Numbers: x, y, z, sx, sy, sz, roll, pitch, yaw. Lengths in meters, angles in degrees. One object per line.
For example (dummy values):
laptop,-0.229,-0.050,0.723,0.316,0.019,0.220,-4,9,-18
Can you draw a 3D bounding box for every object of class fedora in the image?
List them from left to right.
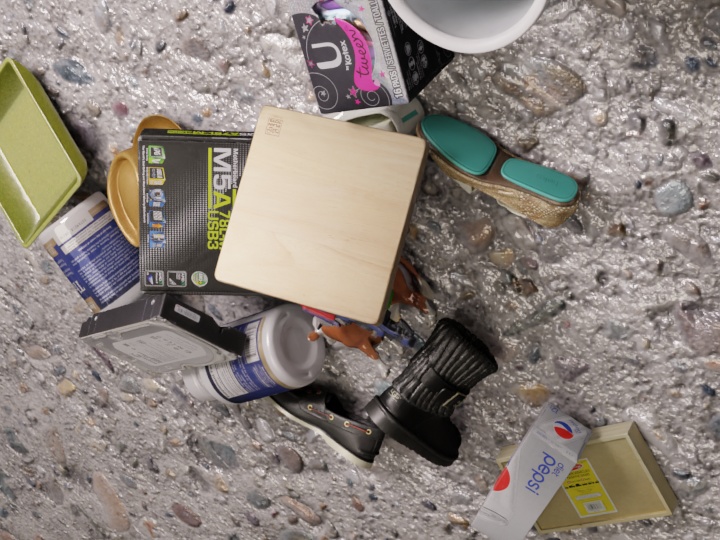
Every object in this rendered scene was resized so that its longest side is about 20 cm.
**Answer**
fedora,-0.271,-0.096,1.440,0.199,0.081,0.204,20,117,45

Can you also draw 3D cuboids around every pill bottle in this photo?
pill bottle,-0.351,0.000,1.574,0.110,0.111,0.201,-27,103,41
pill bottle,-0.152,0.121,1.529,0.198,0.111,0.112,-19,109,39

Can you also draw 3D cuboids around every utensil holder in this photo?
utensil holder,0.126,-0.311,1.004,0.168,0.200,0.172,16,127,22

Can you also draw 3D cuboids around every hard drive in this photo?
hard drive,-0.262,0.088,1.469,0.198,0.038,0.139,-13,146,44

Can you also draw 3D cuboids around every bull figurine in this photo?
bull figurine,0.017,0.060,1.413,0.121,0.065,0.200,39,133,0

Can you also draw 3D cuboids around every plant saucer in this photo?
plant saucer,-0.460,-0.164,1.557,0.199,0.048,0.201,-36,83,43

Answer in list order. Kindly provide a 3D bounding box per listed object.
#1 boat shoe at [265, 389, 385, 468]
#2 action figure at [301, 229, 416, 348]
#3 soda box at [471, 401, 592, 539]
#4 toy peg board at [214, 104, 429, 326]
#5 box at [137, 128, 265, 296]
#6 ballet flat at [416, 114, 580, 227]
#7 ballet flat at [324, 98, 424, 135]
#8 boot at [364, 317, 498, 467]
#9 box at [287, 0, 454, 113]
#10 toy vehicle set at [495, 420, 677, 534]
boat shoe,-0.052,0.196,1.553,0.200,0.073,0.064,29,97,25
action figure,0.000,0.000,1.330,0.198,0.105,0.195,31,125,3
soda box,0.210,0.259,1.386,0.068,0.063,0.202,32,131,10
toy peg board,-0.032,-0.056,1.239,0.197,0.098,0.202,14,86,19
box,-0.174,-0.069,1.372,0.189,0.048,0.203,3,109,-4
ballet flat,0.144,-0.102,1.226,0.198,0.071,0.066,31,146,16
ballet flat,-0.015,-0.150,1.292,0.198,0.069,0.070,-19,109,39
boot,0.111,0.156,1.403,0.158,0.211,0.079,-48,57,3
box,0.001,-0.282,1.148,0.113,0.132,0.203,-3,118,31
toy vehicle set,0.281,0.263,1.405,0.198,0.027,0.125,-20,108,39
